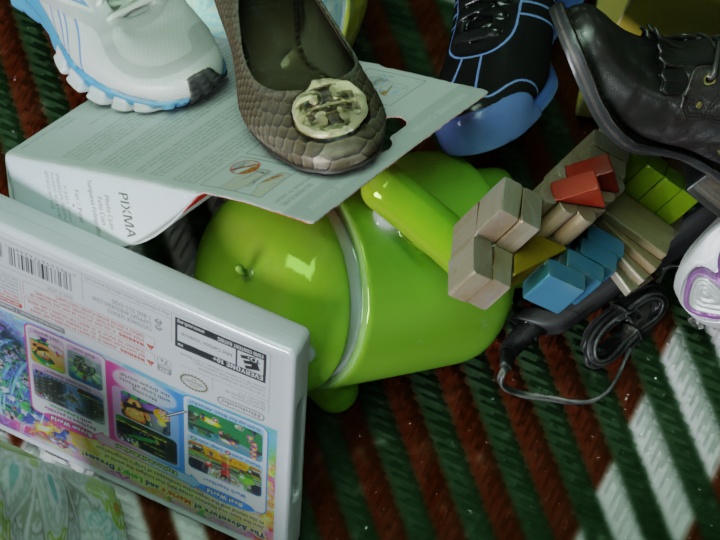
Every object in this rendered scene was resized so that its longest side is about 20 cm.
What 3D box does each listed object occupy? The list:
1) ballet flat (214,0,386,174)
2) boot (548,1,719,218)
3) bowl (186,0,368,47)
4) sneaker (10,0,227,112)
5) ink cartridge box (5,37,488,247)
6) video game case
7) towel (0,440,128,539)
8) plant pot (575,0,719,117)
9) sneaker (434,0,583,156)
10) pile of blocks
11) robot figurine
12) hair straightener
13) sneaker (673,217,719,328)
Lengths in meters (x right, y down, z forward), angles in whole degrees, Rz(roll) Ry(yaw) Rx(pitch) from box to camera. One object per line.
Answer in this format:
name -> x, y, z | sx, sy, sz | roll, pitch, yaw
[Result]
ballet flat -> -0.036, -0.117, 1.333 | 0.067, 0.046, 0.200 | -9, 40, -11
boot -> 0.205, -0.116, 1.290 | 0.174, 0.200, 0.069 | -36, 46, 23
bowl -> -0.068, -0.187, 1.486 | 0.200, 0.200, 0.108 | 29, 33, 17
sneaker -> -0.143, -0.159, 1.389 | 0.075, 0.087, 0.200 | -30, 53, -27
ink cartridge box -> -0.056, -0.059, 1.356 | 0.200, 0.047, 0.160 | 14, 35, 33
video game case -> -0.120, 0.054, 1.380 | 0.200, 0.182, 0.024 | 23, 53, 15
towel -> -0.155, 0.188, 1.337 | 0.048, 0.171, 0.200 | -20, 68, 18
plant pot -> 0.233, -0.187, 1.420 | 0.176, 0.200, 0.200 | 13, 72, -2
sneaker -> 0.075, -0.146, 1.437 | 0.070, 0.078, 0.200 | -8, 36, 28
pile of blocks -> 0.124, -0.031, 1.338 | 0.082, 0.062, 0.200 | 51, 43, 6
robot figurine -> 0.000, 0.000, 1.391 | 0.200, 0.175, 0.116 | -10, 69, -35
hair straightener -> 0.155, 0.005, 1.429 | 0.200, 0.041, 0.077 | -40, 70, -13
sneaker -> 0.257, -0.035, 1.403 | 0.200, 0.100, 0.075 | -34, 99, 14
